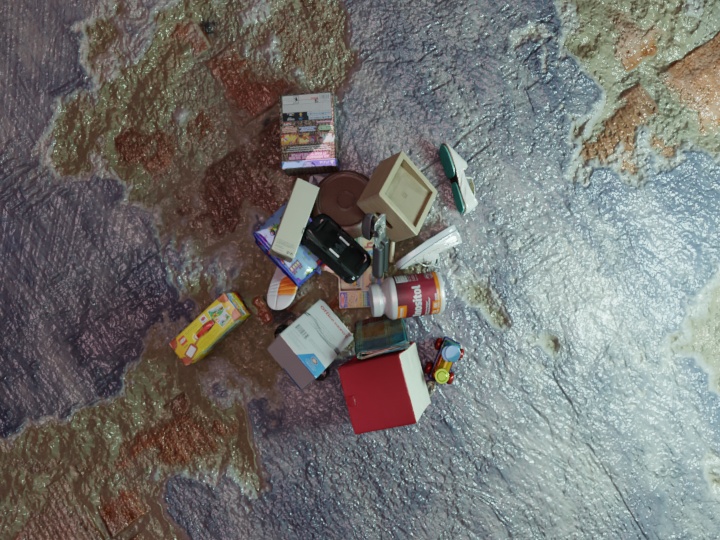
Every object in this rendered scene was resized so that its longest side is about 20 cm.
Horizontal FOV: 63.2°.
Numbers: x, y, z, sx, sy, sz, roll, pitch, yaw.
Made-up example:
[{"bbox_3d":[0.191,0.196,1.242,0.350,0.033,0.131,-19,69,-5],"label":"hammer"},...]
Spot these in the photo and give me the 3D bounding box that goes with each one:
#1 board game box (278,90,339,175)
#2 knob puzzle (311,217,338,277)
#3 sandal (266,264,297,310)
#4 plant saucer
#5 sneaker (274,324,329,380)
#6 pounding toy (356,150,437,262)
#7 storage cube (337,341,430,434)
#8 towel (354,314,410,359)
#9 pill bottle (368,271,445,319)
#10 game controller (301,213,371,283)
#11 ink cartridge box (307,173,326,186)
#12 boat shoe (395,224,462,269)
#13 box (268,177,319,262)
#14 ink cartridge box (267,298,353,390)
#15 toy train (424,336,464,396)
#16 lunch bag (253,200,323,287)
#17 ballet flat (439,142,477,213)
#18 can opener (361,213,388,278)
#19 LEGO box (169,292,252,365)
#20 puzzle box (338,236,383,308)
[{"bbox_3d":[-0.141,-0.379,1.629,0.154,0.097,0.207,-2,89,3],"label":"board game box"},{"bbox_3d":[-0.064,-0.089,1.651,0.212,0.030,0.228,0,89,4],"label":"knob puzzle"},{"bbox_3d":[-0.204,0.018,1.647,0.077,0.060,0.213,10,68,6],"label":"sandal"},{"bbox_3d":[-0.040,-0.186,1.599,0.193,0.035,0.207,0,74,-1],"label":"plant saucer"},{"bbox_3d":[-0.169,0.236,1.626,0.199,0.079,0.076,42,91,2],"label":"sneaker"},{"bbox_3d":[0.096,-0.165,1.568,0.200,0.140,0.187,43,59,-23],"label":"pounding toy"},{"bbox_3d":[0.066,0.304,1.541,0.175,0.170,0.206,-15,89,20],"label":"storage cube"},{"bbox_3d":[0.052,0.167,1.557,0.142,0.201,0.022,-14,110,3],"label":"towel"},{"bbox_3d":[0.124,0.070,1.580,0.193,0.113,0.117,-7,88,-6],"label":"pill bottle"},{"bbox_3d":[-0.064,-0.057,1.573,0.199,0.042,0.105,42,98,-12],"label":"game controller"},{"bbox_3d":[-0.062,-0.197,1.639,0.194,0.039,0.102,14,74,3],"label":"ink cartridge box"},{"bbox_3d":[0.196,-0.040,1.618,0.199,0.075,0.088,-31,90,-7],"label":"boat shoe"},{"bbox_3d":[-0.175,-0.130,1.537,0.067,0.082,0.205,22,79,-11],"label":"box"},{"bbox_3d":[-0.130,0.195,1.562,0.146,0.199,0.084,48,129,2],"label":"ink cartridge box"},{"bbox_3d":[0.215,0.286,1.581,0.083,0.116,0.205,23,90,4],"label":"toy train"},{"bbox_3d":[-0.174,-0.069,1.606,0.150,0.094,0.200,-43,85,-14],"label":"lunch bag"},{"bbox_3d":[0.275,-0.261,1.624,0.067,0.069,0.206,-18,92,3],"label":"ballet flat"},{"bbox_3d":[0.039,-0.069,1.538,0.065,0.203,0.054,23,51,21],"label":"can opener"},{"bbox_3d":[-0.405,0.157,1.606,0.199,0.149,0.078,-42,87,1],"label":"LEGO box"},{"bbox_3d":[0.000,0.000,1.627,0.128,0.025,0.207,-3,95,-3],"label":"puzzle box"}]
